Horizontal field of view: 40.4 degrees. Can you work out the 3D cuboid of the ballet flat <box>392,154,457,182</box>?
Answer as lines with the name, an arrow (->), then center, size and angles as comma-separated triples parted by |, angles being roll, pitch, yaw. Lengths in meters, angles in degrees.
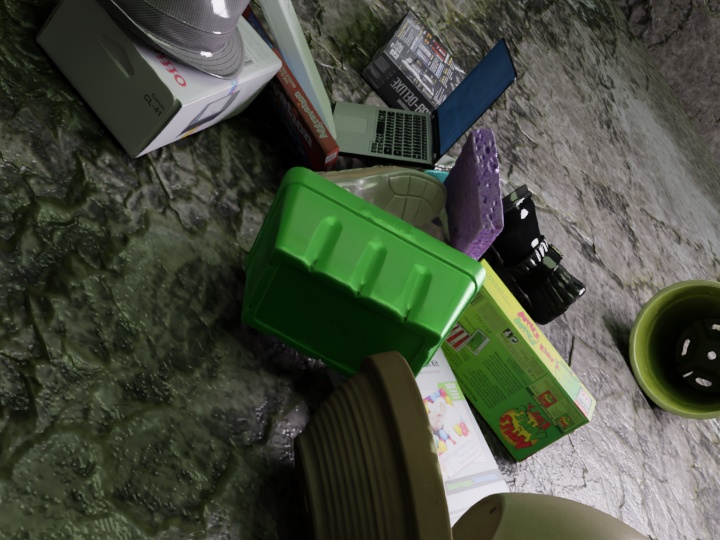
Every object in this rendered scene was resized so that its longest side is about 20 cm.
ballet flat -> 0.115, -0.129, 1.288 | 0.198, 0.067, 0.064 | 10, 43, -49

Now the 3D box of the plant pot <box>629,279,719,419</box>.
plant pot -> 0.529, 0.127, 1.501 | 0.189, 0.199, 0.202 | 18, 43, -63

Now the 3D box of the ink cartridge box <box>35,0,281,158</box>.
ink cartridge box -> -0.186, -0.209, 0.935 | 0.148, 0.085, 0.200 | 50, 32, -1

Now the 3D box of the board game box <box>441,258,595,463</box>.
board game box -> 0.154, 0.100, 1.067 | 0.201, 0.101, 0.048 | 51, 31, -2

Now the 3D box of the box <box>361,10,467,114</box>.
box -> 0.091, -0.277, 1.422 | 0.158, 0.050, 0.201 | 44, 31, -14

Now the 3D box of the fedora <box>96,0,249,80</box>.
fedora -> -0.159, -0.273, 0.868 | 0.199, 0.090, 0.178 | 32, 34, -26

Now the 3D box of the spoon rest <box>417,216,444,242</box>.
spoon rest -> 0.063, -0.028, 1.133 | 0.099, 0.061, 0.201 | 38, 20, -20

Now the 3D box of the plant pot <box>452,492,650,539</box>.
plant pot -> 0.132, 0.260, 0.787 | 0.134, 0.200, 0.201 | 40, 32, -6

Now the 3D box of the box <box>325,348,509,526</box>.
box -> 0.064, 0.170, 0.931 | 0.155, 0.041, 0.202 | 4, 54, -52

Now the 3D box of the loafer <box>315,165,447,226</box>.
loafer -> 0.006, -0.086, 1.058 | 0.198, 0.073, 0.063 | -6, 34, -37

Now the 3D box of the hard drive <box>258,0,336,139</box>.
hard drive -> -0.076, -0.252, 1.080 | 0.132, 0.026, 0.202 | -100, 169, -61

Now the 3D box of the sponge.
sponge -> 0.129, -0.078, 1.135 | 0.200, 0.029, 0.114 | 106, -20, -77

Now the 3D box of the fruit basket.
fruit basket -> 0.000, 0.000, 0.896 | 0.212, 0.156, 0.217 | 19, 39, -16

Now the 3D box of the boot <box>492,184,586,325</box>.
boot -> 0.220, -0.017, 1.246 | 0.159, 0.079, 0.211 | 59, 6, 12

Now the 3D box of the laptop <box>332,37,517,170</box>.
laptop -> 0.066, -0.205, 1.128 | 0.196, 0.118, 0.188 | 8, 26, 0

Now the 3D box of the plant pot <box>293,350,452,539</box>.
plant pot -> 0.001, 0.169, 0.752 | 0.091, 0.202, 0.203 | -8, 55, -10

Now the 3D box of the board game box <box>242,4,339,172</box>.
board game box -> -0.086, -0.192, 1.058 | 0.019, 0.103, 0.202 | -30, 80, -14
